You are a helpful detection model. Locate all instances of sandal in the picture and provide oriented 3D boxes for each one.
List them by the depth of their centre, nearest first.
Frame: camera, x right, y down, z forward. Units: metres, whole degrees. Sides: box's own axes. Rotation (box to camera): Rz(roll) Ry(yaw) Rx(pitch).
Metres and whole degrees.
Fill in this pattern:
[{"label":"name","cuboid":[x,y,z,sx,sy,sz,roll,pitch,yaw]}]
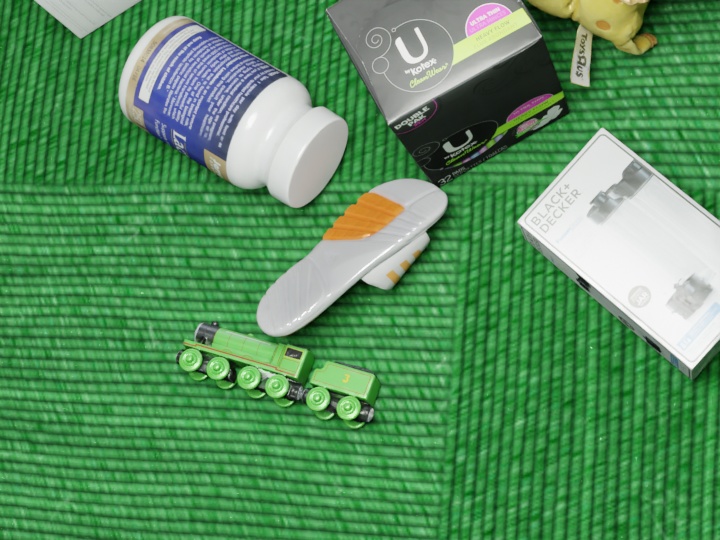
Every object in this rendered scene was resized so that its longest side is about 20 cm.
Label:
[{"label":"sandal","cuboid":[-0.005,-0.004,1.285,0.207,0.059,0.079,-39,46,-7]}]

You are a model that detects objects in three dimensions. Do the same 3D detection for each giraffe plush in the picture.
[{"label":"giraffe plush","cuboid":[0.226,-0.277,1.200,0.172,0.162,0.200,-4,80,-25]}]

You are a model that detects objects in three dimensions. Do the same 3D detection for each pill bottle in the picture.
[{"label":"pill bottle","cuboid":[-0.117,-0.146,1.318,0.200,0.116,0.116,31,87,20]}]

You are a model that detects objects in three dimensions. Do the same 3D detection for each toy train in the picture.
[{"label":"toy train","cuboid":[-0.076,0.093,1.295,0.200,0.042,0.056,16,73,18]}]

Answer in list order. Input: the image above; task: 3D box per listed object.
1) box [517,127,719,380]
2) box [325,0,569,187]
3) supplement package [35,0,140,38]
[{"label":"box","cuboid":[0.247,-0.015,1.220,0.200,0.060,0.117,43,91,19]},{"label":"box","cuboid":[0.081,-0.180,1.228,0.148,0.200,0.124,-30,72,7]},{"label":"supplement package","cuboid":[-0.239,-0.342,1.397,0.200,0.110,0.114,-30,72,7]}]
